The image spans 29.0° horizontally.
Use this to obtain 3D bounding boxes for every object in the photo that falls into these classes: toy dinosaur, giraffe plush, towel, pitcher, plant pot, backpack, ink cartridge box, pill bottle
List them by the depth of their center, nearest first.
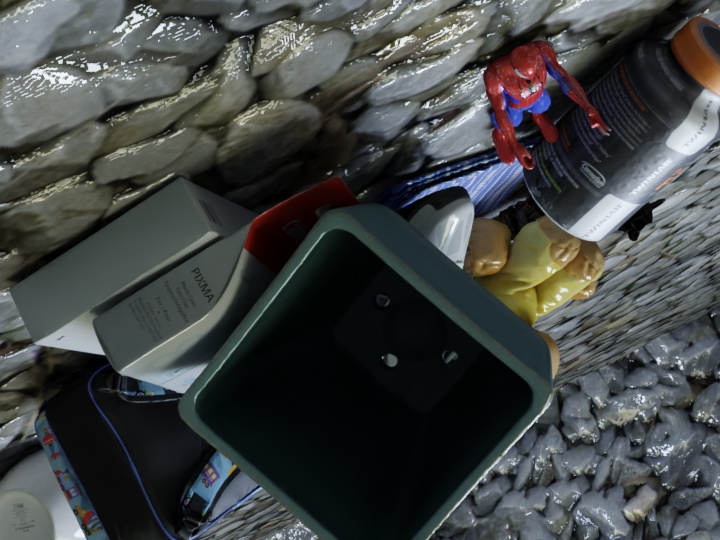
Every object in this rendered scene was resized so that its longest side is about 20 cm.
[{"bbox_3d":[-0.078,0.016,1.013,0.200,0.047,0.160,-30,166,3],"label":"ink cartridge box"},{"bbox_3d":[0.021,0.068,1.037,0.196,0.196,0.200,-51,178,19],"label":"plant pot"},{"bbox_3d":[0.237,-0.123,1.177,0.106,0.106,0.200,-11,153,-48],"label":"pill bottle"},{"bbox_3d":[-0.169,0.147,1.271,0.134,0.183,0.200,-29,180,40],"label":"backpack"},{"bbox_3d":[0.079,-0.062,1.282,0.200,0.024,0.145,-20,165,-29],"label":"towel"},{"bbox_3d":[0.142,0.052,1.383,0.200,0.163,0.172,-11,155,32],"label":"giraffe plush"},{"bbox_3d":[0.234,-0.077,1.443,0.200,0.102,0.136,-40,-170,-34],"label":"toy dinosaur"},{"bbox_3d":[-0.316,0.242,1.463,0.171,0.122,0.200,-17,-177,24],"label":"pitcher"}]

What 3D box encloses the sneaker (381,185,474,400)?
[{"bbox_3d":[0.078,0.033,1.161,0.076,0.115,0.201,-17,139,-35],"label":"sneaker"}]

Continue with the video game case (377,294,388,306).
[{"bbox_3d":[-0.016,0.043,1.283,0.143,0.018,0.200,-6,165,33],"label":"video game case"}]

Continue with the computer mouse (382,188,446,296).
[{"bbox_3d":[0.000,0.000,1.220,0.140,0.046,0.200,-19,166,-27],"label":"computer mouse"}]

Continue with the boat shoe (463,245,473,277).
[{"bbox_3d":[0.054,0.014,1.357,0.075,0.075,0.202,-22,174,-18],"label":"boat shoe"}]

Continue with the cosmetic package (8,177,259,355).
[{"bbox_3d":[-0.147,0.006,1.042,0.151,0.052,0.200,-34,165,9],"label":"cosmetic package"}]

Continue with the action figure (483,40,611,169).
[{"bbox_3d":[0.140,-0.112,1.080,0.065,0.099,0.200,-29,163,1],"label":"action figure"}]
